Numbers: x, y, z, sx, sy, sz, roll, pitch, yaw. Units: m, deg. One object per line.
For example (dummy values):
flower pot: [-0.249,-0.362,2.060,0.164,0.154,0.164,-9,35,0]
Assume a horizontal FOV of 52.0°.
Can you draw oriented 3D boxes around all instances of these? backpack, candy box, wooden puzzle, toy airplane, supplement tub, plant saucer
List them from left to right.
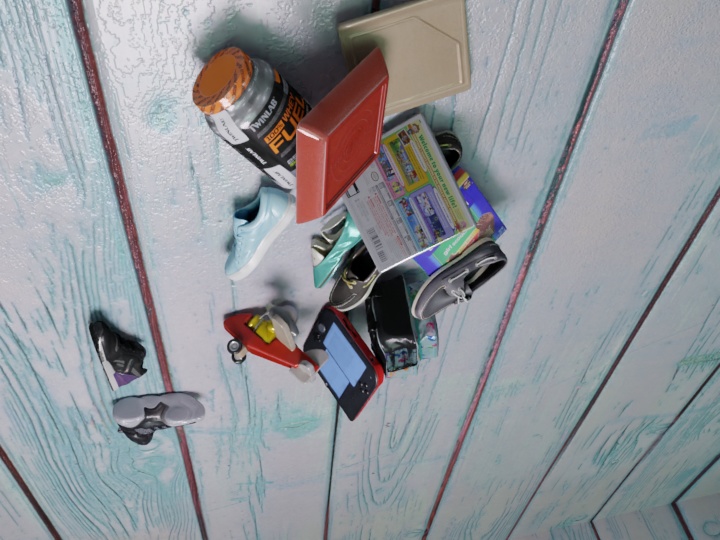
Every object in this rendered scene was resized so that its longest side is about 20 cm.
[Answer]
supplement tub: [-0.136,-0.215,1.050,0.122,0.123,0.200,-32,140,19]
toy airplane: [-0.152,0.137,1.464,0.199,0.142,0.199,-7,143,47]
plant saucer: [-0.021,-0.182,1.051,0.200,0.036,0.201,-51,162,-32]
backpack: [0.082,0.123,1.507,0.149,0.179,0.201,-7,146,-4]
wooden puzzle: [0.068,-0.314,1.082,0.183,0.038,0.201,-17,147,0]
candy box: [0.152,-0.080,1.322,0.169,0.077,0.200,-47,137,2]

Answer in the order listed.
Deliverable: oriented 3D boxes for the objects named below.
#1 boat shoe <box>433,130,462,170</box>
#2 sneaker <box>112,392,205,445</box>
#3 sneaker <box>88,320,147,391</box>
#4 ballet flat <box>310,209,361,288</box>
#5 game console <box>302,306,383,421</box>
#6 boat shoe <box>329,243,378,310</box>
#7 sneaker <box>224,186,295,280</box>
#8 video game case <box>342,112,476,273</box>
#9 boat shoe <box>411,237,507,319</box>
boat shoe: [0.078,-0.163,1.231,0.200,0.061,0.072,-31,117,14]
sneaker: [-0.449,0.334,1.652,0.197,0.076,0.114,2,140,-13]
sneaker: [-0.467,0.151,1.436,0.087,0.076,0.201,-21,148,-19]
ballet flat: [-0.050,-0.050,1.346,0.070,0.068,0.200,30,126,-14]
game console: [-0.040,0.192,1.534,0.031,0.201,0.178,-15,149,-41]
boat shoe: [0.000,0.000,1.393,0.201,0.072,0.060,-47,150,24]
sneaker: [-0.193,-0.069,1.260,0.081,0.074,0.200,25,119,-30]
video game case: [0.066,-0.123,1.202,0.181,0.202,0.022,-26,-177,18]
boat shoe: [0.178,0.024,1.322,0.200,0.063,0.073,-41,140,-2]
